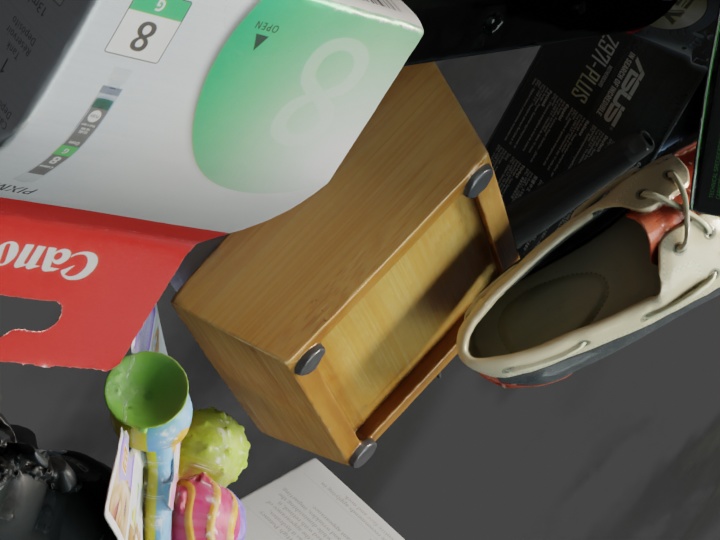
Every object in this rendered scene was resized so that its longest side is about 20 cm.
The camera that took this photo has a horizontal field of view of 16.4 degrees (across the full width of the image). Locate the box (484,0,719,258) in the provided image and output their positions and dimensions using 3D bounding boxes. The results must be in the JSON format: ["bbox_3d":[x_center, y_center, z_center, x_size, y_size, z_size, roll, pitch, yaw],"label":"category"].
[{"bbox_3d":[0.161,-0.097,1.295,0.163,0.086,0.201,-17,142,-53],"label":"box"}]

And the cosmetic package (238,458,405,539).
[{"bbox_3d":[-0.062,0.185,1.312,0.199,0.102,0.074,-25,148,-45],"label":"cosmetic package"}]

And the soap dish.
[{"bbox_3d":[0.000,0.000,1.146,0.157,0.081,0.200,-46,160,-8],"label":"soap dish"}]

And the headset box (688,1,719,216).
[{"bbox_3d":[0.204,-0.138,1.056,0.200,0.092,0.175,-67,166,-57],"label":"headset box"}]

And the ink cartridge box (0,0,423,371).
[{"bbox_3d":[-0.087,-0.033,0.919,0.160,0.050,0.201,8,119,-50],"label":"ink cartridge box"}]

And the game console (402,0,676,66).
[{"bbox_3d":[0.080,-0.170,1.024,0.199,0.031,0.178,-13,129,-38],"label":"game console"}]

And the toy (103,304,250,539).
[{"bbox_3d":[-0.076,0.096,1.125,0.200,0.047,0.116,77,17,-61],"label":"toy"}]

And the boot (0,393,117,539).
[{"bbox_3d":[-0.179,0.144,1.047,0.199,0.073,0.162,-57,161,0],"label":"boot"}]

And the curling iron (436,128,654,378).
[{"bbox_3d":[0.073,-0.010,1.260,0.200,0.049,0.026,-42,-161,29],"label":"curling iron"}]

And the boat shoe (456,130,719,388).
[{"bbox_3d":[0.130,-0.012,1.138,0.199,0.071,0.063,-34,164,14],"label":"boat shoe"}]
